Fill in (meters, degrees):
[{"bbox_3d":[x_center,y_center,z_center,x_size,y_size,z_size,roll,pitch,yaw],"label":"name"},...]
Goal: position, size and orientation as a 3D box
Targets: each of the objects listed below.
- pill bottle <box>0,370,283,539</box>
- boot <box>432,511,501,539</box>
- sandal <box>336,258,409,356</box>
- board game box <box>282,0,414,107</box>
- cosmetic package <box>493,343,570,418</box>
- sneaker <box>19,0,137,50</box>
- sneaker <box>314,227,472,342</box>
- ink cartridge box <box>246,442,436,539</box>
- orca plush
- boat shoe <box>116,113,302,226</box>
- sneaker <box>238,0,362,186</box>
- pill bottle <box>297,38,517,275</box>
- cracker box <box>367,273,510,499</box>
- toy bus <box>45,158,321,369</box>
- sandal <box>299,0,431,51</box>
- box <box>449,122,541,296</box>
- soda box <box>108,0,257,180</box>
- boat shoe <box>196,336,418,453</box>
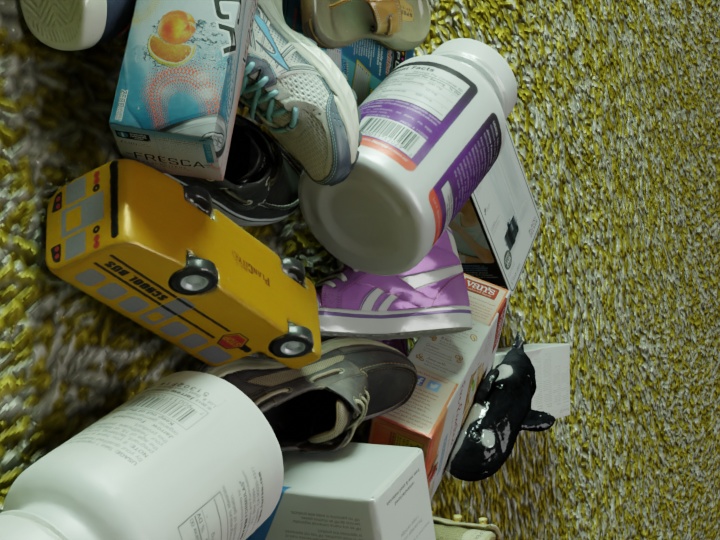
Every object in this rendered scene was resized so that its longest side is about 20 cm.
[{"bbox_3d":[-0.141,0.148,0.705,0.200,0.114,0.115,-35,119,-55],"label":"pill bottle"},{"bbox_3d":[0.028,0.198,0.957,0.073,0.155,0.201,-52,133,-47],"label":"boot"},{"bbox_3d":[0.026,0.020,1.058,0.082,0.050,0.204,-43,128,-52],"label":"sandal"},{"bbox_3d":[-0.022,-0.198,0.979,0.200,0.047,0.152,22,72,-58],"label":"board game box"},{"bbox_3d":[0.167,0.124,1.302,0.200,0.050,0.083,1,87,-60],"label":"cosmetic package"},{"bbox_3d":[-0.163,-0.235,0.714,0.084,0.075,0.201,-30,125,-55],"label":"sneaker"},{"bbox_3d":[0.000,0.000,0.973,0.200,0.072,0.115,-3,83,-41],"label":"sneaker"},{"bbox_3d":[-0.019,0.232,0.886,0.084,0.144,0.201,-33,119,-56],"label":"ink cartridge box"},{"bbox_3d":[0.146,0.138,1.139,0.200,0.071,0.106,-36,144,-65],"label":"orca plush"},{"bbox_3d":[-0.089,-0.075,0.853,0.200,0.056,0.069,19,73,-58],"label":"boat shoe"},{"bbox_3d":[-0.078,-0.138,0.827,0.086,0.078,0.201,-31,87,-43],"label":"sneaker"},{"bbox_3d":[0.046,-0.097,0.945,0.200,0.111,0.112,-51,132,-40],"label":"pill bottle"},{"bbox_3d":[0.067,0.115,1.076,0.200,0.057,0.135,-56,160,-44],"label":"cracker box"},{"bbox_3d":[-0.104,0.006,0.783,0.200,0.078,0.065,39,34,-49],"label":"toy bus"},{"bbox_3d":[0.015,-0.209,0.941,0.200,0.054,0.081,-7,96,-60],"label":"sandal"},{"bbox_3d":[0.111,-0.084,1.197,0.117,0.060,0.201,-64,141,-37],"label":"box"},{"bbox_3d":[-0.099,-0.161,0.745,0.068,0.063,0.201,93,5,-73],"label":"soda box"},{"bbox_3d":[-0.032,0.101,0.877,0.199,0.073,0.075,-7,124,-38],"label":"boat shoe"}]
